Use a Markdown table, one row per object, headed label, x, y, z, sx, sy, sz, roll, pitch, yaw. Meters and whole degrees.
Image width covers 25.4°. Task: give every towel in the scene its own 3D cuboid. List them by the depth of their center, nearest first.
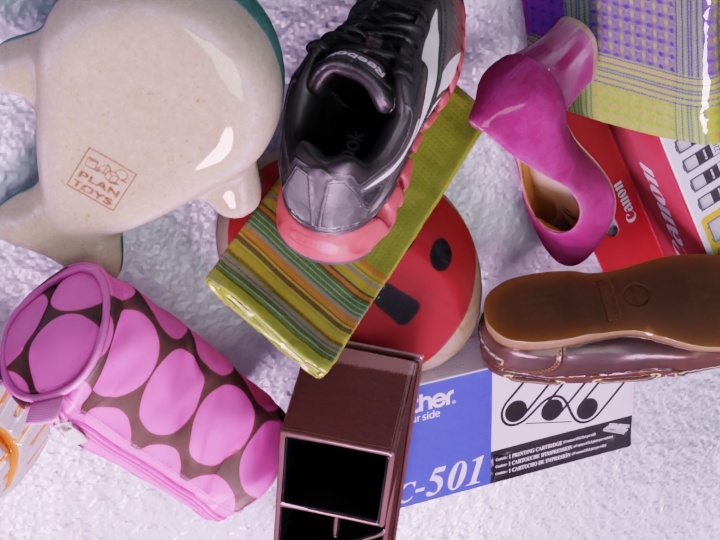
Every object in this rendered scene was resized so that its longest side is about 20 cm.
| label | x | y | z | sx | sy | sz | roll | pitch | yaw |
| --- | --- | --- | --- | --- | --- | --- | --- | --- | --- |
| towel | -0.002 | -0.042 | 0.901 | 0.086 | 0.018 | 0.200 | 41 | 63 | -14 |
| towel | 0.146 | -0.174 | 0.903 | 0.023 | 0.144 | 0.200 | -32 | 128 | -34 |

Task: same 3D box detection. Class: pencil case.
| label | x | y | z | sx | sy | sz | roll | pitch | yaw |
| --- | --- | --- | --- | --- | --- | --- | --- | --- | --- |
| pencil case | -0.119 | 0.078 | 0.913 | 0.091 | 0.094 | 0.200 | -22 | 144 | 23 |

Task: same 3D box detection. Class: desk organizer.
| label | x | y | z | sx | sy | sz | roll | pitch | yaw |
| --- | --- | --- | --- | --- | --- | --- | --- | --- | --- |
| desk organizer | -0.013 | 0.138 | 0.972 | 0.072 | 0.077 | 0.200 | 11 | 134 | 5 |

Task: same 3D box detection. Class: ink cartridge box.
| label | x | y | z | sx | sy | sz | roll | pitch | yaw |
| --- | --- | --- | --- | --- | --- | --- | --- | --- | --- |
| ink cartridge box | 0.233 | -0.058 | 1.037 | 0.176 | 0.084 | 0.200 | -35 | 126 | -5 |
| ink cartridge box | 0.088 | 0.093 | 1.072 | 0.200 | 0.044 | 0.094 | -12 | 119 | -19 |

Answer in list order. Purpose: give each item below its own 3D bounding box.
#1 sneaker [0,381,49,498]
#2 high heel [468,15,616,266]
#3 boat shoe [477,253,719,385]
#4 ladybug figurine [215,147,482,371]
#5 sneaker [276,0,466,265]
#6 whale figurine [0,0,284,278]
| label | x | y | z | sx | sy | sz | roll | pitch | yaw |
| --- | --- | --- | --- | --- | --- | --- | --- | --- | --- |
| sneaker | -0.246 | 0.070 | 0.886 | 0.078 | 0.077 | 0.200 | -53 | 145 | -7 |
| high heel | 0.103 | -0.052 | 0.958 | 0.096 | 0.067 | 0.200 | -43 | 152 | -25 |
| boat shoe | 0.174 | 0.035 | 1.008 | 0.200 | 0.070 | 0.070 | 0 | 145 | 3 |
| ladybug figurine | 0.000 | 0.000 | 0.963 | 0.200 | 0.072 | 0.136 | 31 | 100 | -34 |
| sneaker | 0.009 | -0.105 | 0.856 | 0.098 | 0.071 | 0.200 | 85 | 24 | -62 |
| whale figurine | -0.121 | -0.082 | 0.858 | 0.159 | 0.104 | 0.200 | 28 | 125 | -12 |
